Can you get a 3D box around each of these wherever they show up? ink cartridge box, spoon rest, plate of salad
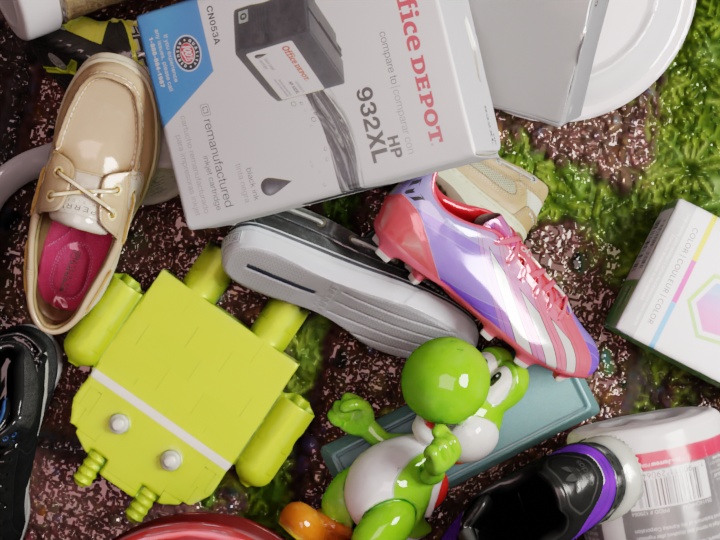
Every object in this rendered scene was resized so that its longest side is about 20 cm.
[{"bbox_3d":[0.287,0.040,1.076,0.199,0.059,0.104,28,89,0],"label":"ink cartridge box"},{"bbox_3d":[-0.026,-0.120,0.970,0.199,0.084,0.146,-13,91,17],"label":"ink cartridge box"},{"bbox_3d":[-0.194,-0.068,1.068,0.199,0.099,0.061,-21,64,10],"label":"spoon rest"},{"bbox_3d":[0.143,-0.208,1.086,0.198,0.048,0.202,0,98,2],"label":"plate of salad"}]

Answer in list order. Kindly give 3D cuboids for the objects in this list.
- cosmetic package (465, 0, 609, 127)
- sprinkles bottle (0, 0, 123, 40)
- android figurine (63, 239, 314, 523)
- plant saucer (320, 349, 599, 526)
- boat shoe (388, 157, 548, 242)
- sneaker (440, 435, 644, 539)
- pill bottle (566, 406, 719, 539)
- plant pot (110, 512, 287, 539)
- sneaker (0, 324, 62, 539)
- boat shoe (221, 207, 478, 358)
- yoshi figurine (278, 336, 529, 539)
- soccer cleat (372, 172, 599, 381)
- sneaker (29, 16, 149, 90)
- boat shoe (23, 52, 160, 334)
[{"bbox_3d":[0.065,-0.175,1.028,0.199,0.090,0.108,18,105,11],"label":"cosmetic package"},{"bbox_3d":[-0.157,-0.225,1.045,0.199,0.068,0.069,-26,89,-21],"label":"sprinkles bottle"},{"bbox_3d":[-0.128,0.085,1.084,0.182,0.041,0.200,36,87,0],"label":"android figurine"},{"bbox_3d":[0.073,0.117,1.095,0.199,0.019,0.070,-27,89,0],"label":"plant saucer"},{"bbox_3d":[0.047,-0.094,1.081,0.200,0.072,0.076,37,77,-9],"label":"boat shoe"},{"bbox_3d":[0.092,0.178,1.015,0.200,0.099,0.070,-47,65,37],"label":"sneaker"},{"bbox_3d":[0.214,0.202,1.047,0.110,0.111,0.202,-10,89,-1],"label":"pill bottle"},{"bbox_3d":[-0.107,0.257,1.008,0.199,0.182,0.202,0,90,0],"label":"plant pot"},{"bbox_3d":[-0.268,0.135,1.045,0.073,0.112,0.201,14,89,1],"label":"sneaker"},{"bbox_3d":[0.000,0.000,1.069,0.199,0.072,0.071,26,54,-15],"label":"boat shoe"},{"bbox_3d":[0.028,0.120,1.036,0.112,0.112,0.200,43,86,8],"label":"yoshi figurine"},{"bbox_3d":[0.098,0.004,1.035,0.199,0.067,0.077,35,106,-15],"label":"soccer cleat"},{"bbox_3d":[-0.141,-0.147,1.081,0.199,0.075,0.077,21,68,-2],"label":"sneaker"},{"bbox_3d":[-0.180,-0.044,0.998,0.073,0.069,0.201,14,119,-5],"label":"boat shoe"}]
